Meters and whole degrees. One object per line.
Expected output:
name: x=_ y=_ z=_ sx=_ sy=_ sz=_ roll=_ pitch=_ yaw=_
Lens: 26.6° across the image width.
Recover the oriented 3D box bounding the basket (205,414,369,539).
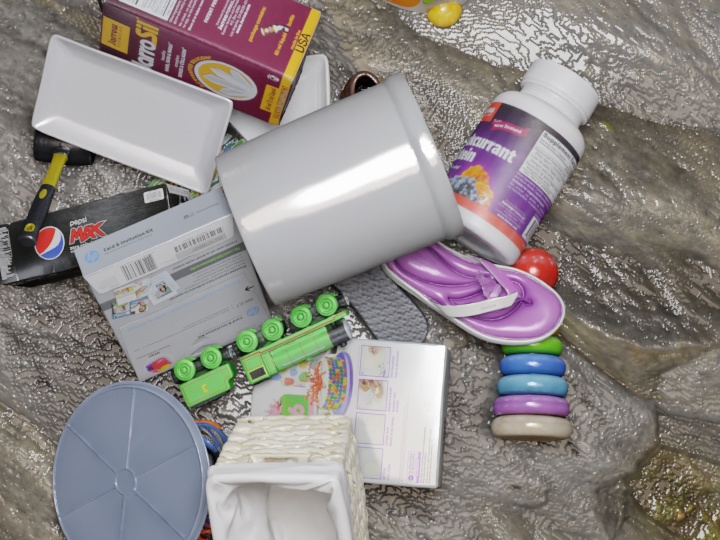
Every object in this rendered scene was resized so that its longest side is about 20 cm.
basket: x=-0.062 y=0.248 z=1.487 sx=0.134 sy=0.124 sz=0.201 roll=-1 pitch=118 yaw=11

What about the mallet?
mallet: x=-0.324 y=-0.088 z=1.541 sx=0.065 sy=0.201 sz=0.041 roll=9 pitch=126 yaw=6

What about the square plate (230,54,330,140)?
square plate: x=-0.120 y=-0.115 z=1.599 sx=0.197 sy=0.028 sz=0.202 roll=-6 pitch=83 yaw=14

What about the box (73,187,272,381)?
box: x=-0.181 y=0.019 z=1.520 sx=0.155 sy=0.201 sz=0.041 roll=-24 pitch=54 yaw=-5

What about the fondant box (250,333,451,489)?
fondant box: x=-0.011 y=0.144 z=1.564 sx=0.198 sy=0.058 sz=0.146 roll=4 pitch=83 yaw=8

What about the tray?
tray: x=-0.231 y=-0.161 z=1.552 sx=0.199 sy=0.022 sz=0.108 roll=21 pitch=116 yaw=3

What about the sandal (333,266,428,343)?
sandal: x=0.000 y=0.001 z=1.612 sx=0.076 sy=0.043 sz=0.201 roll=-29 pitch=93 yaw=2

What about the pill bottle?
pill bottle: x=0.165 y=-0.116 z=1.595 sx=0.111 sy=0.111 sz=0.201 roll=33 pitch=82 yaw=1

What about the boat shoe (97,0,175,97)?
boat shoe: x=-0.226 y=-0.257 z=1.597 sx=0.071 sy=0.066 sz=0.202 roll=-31 pitch=75 yaw=3

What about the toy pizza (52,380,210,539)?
toy pizza: x=-0.229 y=0.212 z=1.539 sx=0.199 sy=0.032 sz=0.202 roll=-3 pitch=84 yaw=29

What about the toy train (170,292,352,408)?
toy train: x=-0.097 y=0.082 z=1.538 sx=0.199 sy=0.042 sz=0.057 roll=-24 pitch=89 yaw=6

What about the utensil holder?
utensil holder: x=-0.020 y=-0.075 z=1.478 sx=0.199 sy=0.170 sz=0.171 roll=-23 pitch=85 yaw=1

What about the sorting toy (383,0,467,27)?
sorting toy: x=0.110 y=-0.349 z=1.583 sx=0.200 sy=0.180 sz=0.107 roll=-39 pitch=87 yaw=-6

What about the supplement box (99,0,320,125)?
supplement box: x=-0.151 y=-0.236 z=1.512 sx=0.199 sy=0.110 sz=0.086 roll=22 pitch=67 yaw=-3

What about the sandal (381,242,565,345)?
sandal: x=0.110 y=0.018 z=1.554 sx=0.201 sy=0.050 sz=0.083 roll=21 pitch=78 yaw=8

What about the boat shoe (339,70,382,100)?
boat shoe: x=0.024 y=-0.112 z=1.608 sx=0.070 sy=0.070 sz=0.201 roll=-20 pitch=87 yaw=-9

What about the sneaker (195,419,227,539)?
sneaker: x=-0.156 y=0.252 z=1.551 sx=0.075 sy=0.078 sz=0.202 roll=-13 pitch=84 yaw=-4

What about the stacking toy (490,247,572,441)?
stacking toy: x=0.181 y=0.075 z=1.593 sx=0.085 sy=0.085 sz=0.202 roll=3 pitch=80 yaw=-3

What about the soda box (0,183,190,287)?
soda box: x=-0.270 y=-0.034 z=1.555 sx=0.198 sy=0.071 sz=0.064 roll=-12 pitch=84 yaw=13

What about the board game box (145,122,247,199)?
board game box: x=-0.180 y=-0.057 z=1.582 sx=0.200 sy=0.023 sz=0.105 roll=-45 pitch=79 yaw=7
